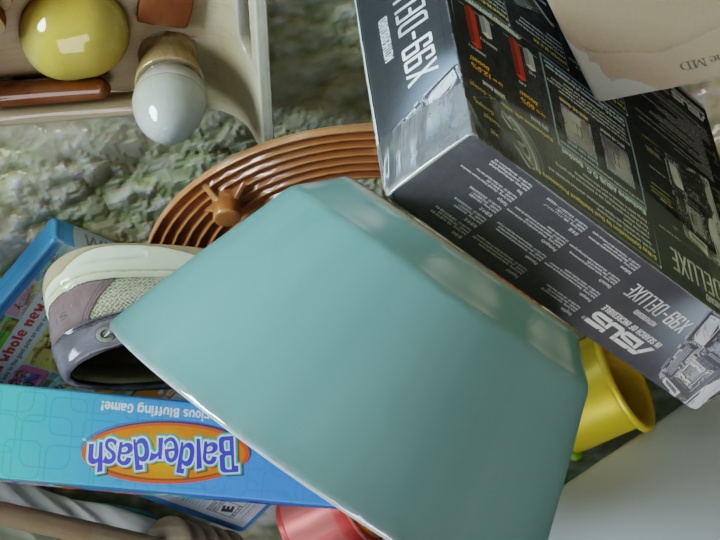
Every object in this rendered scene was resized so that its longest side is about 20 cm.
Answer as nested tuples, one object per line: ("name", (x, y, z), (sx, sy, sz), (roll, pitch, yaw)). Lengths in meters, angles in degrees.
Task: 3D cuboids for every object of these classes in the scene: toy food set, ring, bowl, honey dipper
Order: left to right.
("toy food set", (-0.139, -0.098, 1.064), (0.200, 0.060, 0.144), (-5, 137, -3))
("honey dipper", (-0.137, 0.132, 1.264), (0.038, 0.038, 0.200), (-38, 143, 28))
("ring", (0.000, 0.000, 1.169), (0.200, 0.019, 0.200), (-3, 145, -2))
("bowl", (0.011, 0.036, 1.009), (0.201, 0.201, 0.105), (33, 92, -34))

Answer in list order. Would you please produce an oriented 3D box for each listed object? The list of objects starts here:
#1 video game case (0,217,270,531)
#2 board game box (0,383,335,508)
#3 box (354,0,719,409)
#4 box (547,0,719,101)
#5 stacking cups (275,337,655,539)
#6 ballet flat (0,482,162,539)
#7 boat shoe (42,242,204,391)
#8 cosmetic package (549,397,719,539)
("video game case", (-0.103, 0.057, 1.261), (0.200, 0.018, 0.143), (23, 129, -28))
("board game box", (-0.101, 0.082, 1.183), (0.200, 0.045, 0.152), (7, 175, -13))
("box", (0.085, -0.051, 1.075), (0.050, 0.158, 0.200), (-36, 130, 26))
("box", (0.105, -0.167, 1.004), (0.095, 0.078, 0.200), (-12, 137, 22))
("stacking cups", (0.051, 0.094, 1.294), (0.200, 0.061, 0.061), (-27, 133, 21))
("ballet flat", (-0.161, 0.148, 1.314), (0.200, 0.069, 0.069), (28, 126, -31))
("boat shoe", (-0.041, 0.028, 1.130), (0.200, 0.065, 0.072), (2, 145, -10))
("cosmetic package", (0.171, 0.184, 1.301), (0.199, 0.123, 0.200), (-31, 142, -22))
